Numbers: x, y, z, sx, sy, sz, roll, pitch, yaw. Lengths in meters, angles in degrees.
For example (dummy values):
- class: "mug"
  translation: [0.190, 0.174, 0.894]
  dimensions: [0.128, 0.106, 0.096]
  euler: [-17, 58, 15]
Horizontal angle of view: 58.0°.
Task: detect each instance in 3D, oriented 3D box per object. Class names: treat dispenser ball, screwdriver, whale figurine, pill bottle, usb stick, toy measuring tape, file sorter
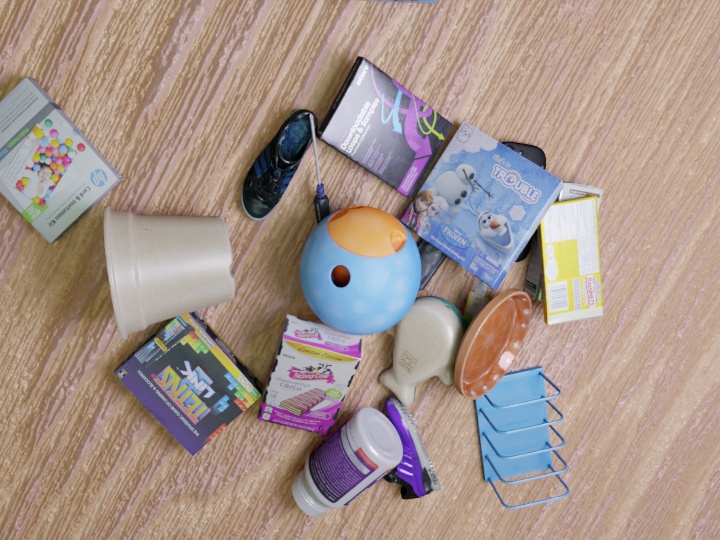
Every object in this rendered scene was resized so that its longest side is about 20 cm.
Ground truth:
- class: "treat dispenser ball"
  translation: [0.000, 0.000, 1.039]
  dimensions: [0.194, 0.201, 0.207]
  euler: [-1, 101, -7]
- class: "screwdriver"
  translation: [-0.066, -0.154, 1.051]
  dimensions: [0.027, 0.029, 0.204]
  euler: [-23, 133, -24]
- class: "whale figurine"
  translation: [0.111, 0.138, 1.141]
  dimensions: [0.158, 0.103, 0.203]
  euler: [37, 118, 21]
- class: "pill bottle"
  translation: [-0.029, 0.340, 1.131]
  dimensions: [0.111, 0.112, 0.200]
  euler: [41, 112, -12]
- class: "usb stick"
  translation: [0.140, -0.055, 1.132]
  dimensions: [0.055, 0.033, 0.202]
  euler: [35, 95, 2]
- class: "toy measuring tape"
  translation: [0.220, 0.045, 1.135]
  dimensions: [0.071, 0.074, 0.205]
  euler: [8, 110, -8]
- class: "file sorter"
  translation: [0.294, 0.301, 1.174]
  dimensions: [0.135, 0.123, 0.206]
  euler: [-10, 102, -5]

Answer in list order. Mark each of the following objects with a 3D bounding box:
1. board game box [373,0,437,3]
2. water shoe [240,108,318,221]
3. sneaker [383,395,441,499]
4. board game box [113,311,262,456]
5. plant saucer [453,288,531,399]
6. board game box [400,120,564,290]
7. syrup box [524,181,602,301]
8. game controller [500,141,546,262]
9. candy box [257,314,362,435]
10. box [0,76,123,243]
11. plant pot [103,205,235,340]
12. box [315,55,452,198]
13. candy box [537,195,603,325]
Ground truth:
- class: "board game box"
  translation: [0.034, -0.480, 1.002]
  dimensions: [0.194, 0.105, 0.106]
  euler: [0, 101, -7]
- class: "water shoe"
  translation: [-0.137, -0.172, 1.052]
  dimensions: [0.070, 0.079, 0.203]
  euler: [28, 96, -11]
- class: "sneaker"
  translation: [0.070, 0.332, 1.179]
  dimensions: [0.097, 0.070, 0.204]
  euler: [-24, 102, 1]
- class: "board game box"
  translation: [-0.291, 0.186, 1.114]
  dimensions: [0.165, 0.057, 0.201]
  euler: [-40, 103, 1]
- class: "plant saucer"
  translation: [0.221, 0.122, 1.102]
  dimensions: [0.198, 0.032, 0.205]
  euler: [-31, 136, -35]
- class: "board game box"
  translation: [0.197, -0.109, 1.072]
  dimensions: [0.198, 0.043, 0.202]
  euler: [36, 95, 23]
- class: "syrup box"
  translation: [0.352, -0.050, 1.136]
  dimensions: [0.079, 0.079, 0.206]
  euler: [7, 100, -8]
- class: "game controller"
  translation: [0.264, -0.118, 1.131]
  dimensions: [0.101, 0.042, 0.206]
  euler: [7, 100, -8]
- class: "candy box"
  translation: [-0.087, 0.181, 1.093]
  dimensions: [0.133, 0.062, 0.203]
  euler: [14, 126, -9]
- class: "box"
  translation: [-0.503, -0.171, 1.027]
  dimensions: [0.155, 0.041, 0.201]
  euler: [-40, 104, 2]
- class: "plant pot"
  translation: [-0.294, -0.007, 1.020]
  dimensions: [0.178, 0.200, 0.207]
  euler: [-7, 102, -16]
- class: "box"
  translation: [0.040, -0.229, 1.060]
  dimensions: [0.197, 0.036, 0.145]
  euler: [28, 96, -27]
- class: "candy box"
  translation: [0.350, -0.016, 1.088]
  dimensions: [0.099, 0.026, 0.206]
  euler: [-9, 102, -6]
